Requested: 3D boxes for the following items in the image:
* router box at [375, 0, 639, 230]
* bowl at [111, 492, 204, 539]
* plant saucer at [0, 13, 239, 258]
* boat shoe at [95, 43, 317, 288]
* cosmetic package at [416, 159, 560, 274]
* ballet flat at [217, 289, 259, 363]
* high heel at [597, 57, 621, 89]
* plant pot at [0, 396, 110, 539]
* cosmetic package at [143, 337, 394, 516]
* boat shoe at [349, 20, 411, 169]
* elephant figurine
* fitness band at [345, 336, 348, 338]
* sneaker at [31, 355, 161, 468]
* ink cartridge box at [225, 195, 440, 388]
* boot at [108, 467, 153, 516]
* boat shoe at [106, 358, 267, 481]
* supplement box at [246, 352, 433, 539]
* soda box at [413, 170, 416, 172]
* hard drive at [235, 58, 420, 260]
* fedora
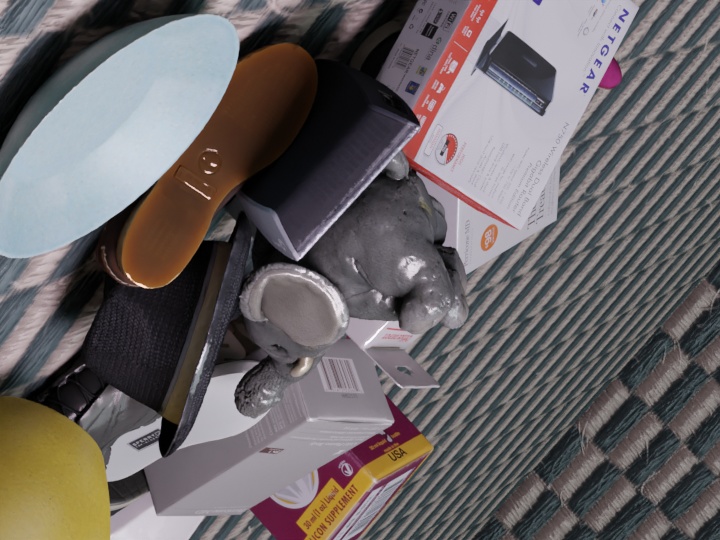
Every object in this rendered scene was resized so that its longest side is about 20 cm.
[{"bbox_3d":[0.104,-0.154,1.586,0.179,0.049,0.200,28,89,-49],"label":"router box"},{"bbox_3d":[-0.226,0.238,1.952,0.200,0.075,0.200,-25,156,-49],"label":"bowl"},{"bbox_3d":[-0.161,-0.092,1.304,0.201,0.039,0.201,-41,166,-13],"label":"plant saucer"},{"bbox_3d":[-0.110,-0.076,1.443,0.200,0.070,0.070,-50,-157,-12],"label":"boat shoe"},{"bbox_3d":[0.110,-0.111,1.785,0.151,0.052,0.200,-29,130,-41],"label":"cosmetic package"},{"bbox_3d":[-0.107,0.054,1.784,0.200,0.074,0.074,-28,158,-46],"label":"ballet flat"},{"bbox_3d":[0.172,-0.213,1.698,0.096,0.067,0.200,-53,143,11],"label":"high heel"},{"bbox_3d":[-0.260,0.176,1.532,0.200,0.200,0.142,111,1,-57],"label":"plant pot"},{"bbox_3d":[-0.084,0.131,1.768,0.107,0.090,0.200,5,147,-46],"label":"cosmetic package"},{"bbox_3d":[0.028,-0.112,1.670,0.072,0.068,0.200,-45,161,-22],"label":"boat shoe"},{"bbox_3d":[-0.033,0.010,1.536,0.200,0.155,0.142,-17,174,13],"label":"elephant figurine"},{"bbox_3d":[-0.007,-0.002,1.820,0.144,0.037,0.200,-13,122,-63],"label":"fitness band"},{"bbox_3d":[-0.213,0.107,1.650,0.200,0.076,0.091,-54,152,19],"label":"sneaker"},{"bbox_3d":[0.000,0.000,1.662,0.068,0.200,0.116,-47,165,11],"label":"ink cartridge box"},{"bbox_3d":[-0.271,0.219,1.795,0.204,0.073,0.154,-24,159,-45],"label":"boot"},{"bbox_3d":[-0.152,0.105,1.713,0.200,0.064,0.071,-23,132,26],"label":"boat shoe"},{"bbox_3d":[-0.056,0.141,1.892,0.103,0.200,0.131,-23,154,-53],"label":"supplement box"},{"bbox_3d":[0.060,-0.063,1.918,0.071,0.063,0.200,-33,162,-41],"label":"soda box"},{"bbox_3d":[-0.034,-0.085,1.475,0.135,0.042,0.200,-47,-161,2],"label":"hard drive"},{"bbox_3d":[-0.146,0.036,1.524,0.201,0.092,0.201,-163,-90,-83],"label":"fedora"}]
